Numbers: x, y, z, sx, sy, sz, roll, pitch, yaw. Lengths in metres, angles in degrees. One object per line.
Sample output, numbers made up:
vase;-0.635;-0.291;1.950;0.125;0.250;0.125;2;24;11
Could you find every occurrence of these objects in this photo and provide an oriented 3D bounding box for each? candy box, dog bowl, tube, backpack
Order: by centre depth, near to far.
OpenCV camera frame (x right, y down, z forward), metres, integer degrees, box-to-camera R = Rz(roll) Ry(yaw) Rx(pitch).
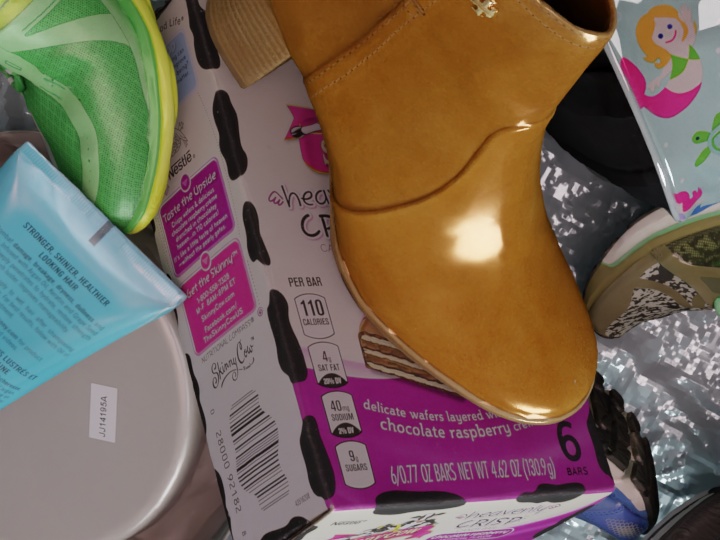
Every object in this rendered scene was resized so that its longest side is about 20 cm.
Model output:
backpack;0.106;-0.113;0.773;0.150;0.200;0.179;-26;103;6
candy box;0.000;0.000;0.791;0.061;0.136;0.201;-37;62;43
tube;-0.156;0.032;0.794;0.199;0.051;0.077;-34;116;32
dog bowl;-0.122;0.038;0.857;0.198;0.059;0.202;6;108;18

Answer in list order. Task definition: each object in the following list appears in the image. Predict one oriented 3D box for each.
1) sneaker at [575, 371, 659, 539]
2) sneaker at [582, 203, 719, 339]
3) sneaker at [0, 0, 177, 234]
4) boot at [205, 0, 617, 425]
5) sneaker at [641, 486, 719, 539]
sneaker;0.028;0.062;0.891;0.199;0.079;0.090;26;111;1
sneaker;0.169;0.005;0.829;0.199;0.077;0.089;-24;75;40
sneaker;-0.124;-0.102;0.744;0.083;0.074;0.201;-27;106;-24
boot;0.040;-0.044;0.694;0.202;0.144;0.071;52;57;-7
sneaker;0.087;0.160;0.893;0.075;0.115;0.201;32;94;-22
